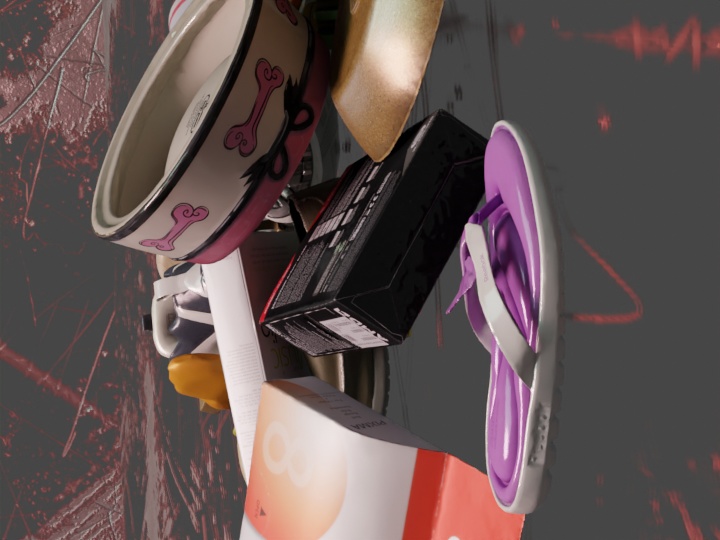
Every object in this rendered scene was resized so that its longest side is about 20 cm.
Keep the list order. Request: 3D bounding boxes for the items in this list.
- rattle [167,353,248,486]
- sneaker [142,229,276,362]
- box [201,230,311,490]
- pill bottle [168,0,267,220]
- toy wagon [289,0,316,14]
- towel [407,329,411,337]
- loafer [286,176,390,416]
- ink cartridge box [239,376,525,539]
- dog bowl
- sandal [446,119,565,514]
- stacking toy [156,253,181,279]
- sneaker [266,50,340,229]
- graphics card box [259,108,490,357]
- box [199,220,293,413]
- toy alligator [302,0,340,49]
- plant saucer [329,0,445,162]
[{"bbox_3d":[-0.069,0.168,1.105,0.143,0.128,0.203,14,-103,-65],"label":"rattle"},{"bbox_3d":[-0.107,0.036,1.170,0.199,0.128,0.081,57,-159,-73],"label":"sneaker"},{"bbox_3d":[-0.047,0.073,1.024,0.144,0.036,0.203,-7,-94,-66],"label":"box"},{"bbox_3d":[-0.099,-0.147,1.227,0.109,0.107,0.202,109,153,-55],"label":"pill bottle"},{"bbox_3d":[-0.055,-0.202,1.050,0.155,0.039,0.202,-39,46,42],"label":"toy wagon"},{"bbox_3d":[0.000,0.000,1.064,0.200,0.018,0.087,-172,79,-74],"label":"towel"},{"bbox_3d":[-0.023,0.034,0.993,0.075,0.069,0.203,159,109,-73],"label":"loafer"},{"bbox_3d":[0.002,0.173,0.862,0.199,0.050,0.165,26,112,48],"label":"ink cartridge box"},{"bbox_3d":[-0.093,-0.094,0.929,0.200,0.073,0.202,-45,28,32],"label":"dog bowl"},{"bbox_3d":[0.071,0.025,0.744,0.082,0.049,0.206,180,87,-74],"label":"sandal"},{"bbox_3d":[-0.130,-0.055,1.289,0.201,0.084,0.086,-91,6,-60],"label":"stacking toy"},{"bbox_3d":[-0.051,-0.125,1.128,0.079,0.073,0.203,39,-131,-61],"label":"sneaker"},{"bbox_3d":[0.007,-0.016,0.863,0.126,0.051,0.200,-60,10,-14],"label":"graphics card box"},{"bbox_3d":[-0.108,0.005,1.314,0.164,0.021,0.202,-104,35,-56],"label":"box"},{"bbox_3d":[-0.014,-0.215,0.952,0.054,0.058,0.203,-14,-77,-68],"label":"toy alligator"},{"bbox_3d":[0.015,-0.166,0.841,0.200,0.035,0.203,-169,90,-80],"label":"plant saucer"}]
